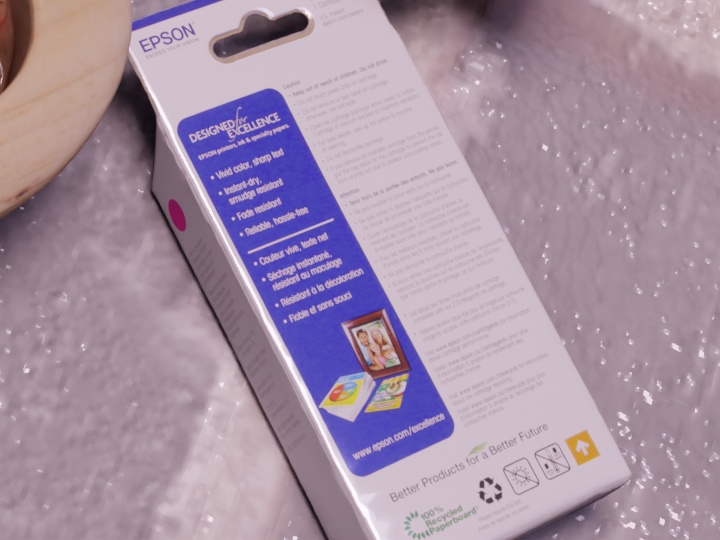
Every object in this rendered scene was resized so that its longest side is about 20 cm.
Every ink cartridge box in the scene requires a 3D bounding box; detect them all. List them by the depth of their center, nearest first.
[{"bbox_3d":[0.000,0.000,0.798,0.094,0.037,0.201,-22,80,-28],"label":"ink cartridge box"}]

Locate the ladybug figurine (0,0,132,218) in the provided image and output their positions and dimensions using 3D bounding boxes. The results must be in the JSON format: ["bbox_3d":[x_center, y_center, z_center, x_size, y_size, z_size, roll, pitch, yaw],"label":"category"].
[{"bbox_3d":[-0.163,-0.057,0.733,0.199,0.072,0.136,-21,78,-29],"label":"ladybug figurine"}]
